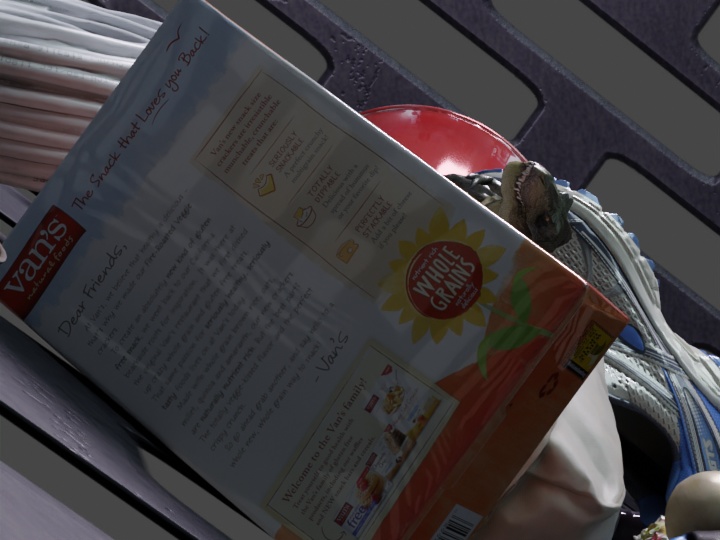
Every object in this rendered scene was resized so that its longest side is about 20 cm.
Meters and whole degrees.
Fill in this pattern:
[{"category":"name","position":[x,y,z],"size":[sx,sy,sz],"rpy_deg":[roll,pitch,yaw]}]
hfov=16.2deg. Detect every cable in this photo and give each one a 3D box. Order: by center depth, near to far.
[{"category":"cable","position":[-0.146,-0.080,1.069],"size":[0.199,0.070,0.200],"rpy_deg":[19,10,26]}]

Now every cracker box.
[{"category":"cracker box","position":[-0.023,0.010,0.901],"size":[0.200,0.134,0.058],"rpy_deg":[38,2,26]}]

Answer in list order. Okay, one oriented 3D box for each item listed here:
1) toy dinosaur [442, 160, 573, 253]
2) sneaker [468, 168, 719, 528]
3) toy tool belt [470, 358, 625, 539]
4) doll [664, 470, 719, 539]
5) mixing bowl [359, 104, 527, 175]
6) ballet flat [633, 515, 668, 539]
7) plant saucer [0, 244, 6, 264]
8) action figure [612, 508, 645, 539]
[{"category":"toy dinosaur","position":[0.041,-0.021,1.049],"size":[0.087,0.048,0.200],"rpy_deg":[12,-1,1]},{"category":"sneaker","position":[0.103,0.038,1.163],"size":[0.200,0.085,0.077],"rpy_deg":[46,-41,9]},{"category":"toy tool belt","position":[0.032,0.052,1.000],"size":[0.122,0.126,0.200],"rpy_deg":[13,29,-9]},{"category":"doll","position":[0.144,0.139,0.926],"size":[0.135,0.049,0.201],"rpy_deg":[12,32,-11]},{"category":"mixing bowl","position":[0.025,0.007,1.562],"size":[0.200,0.201,0.108],"rpy_deg":[37,17,-2]},{"category":"ballet flat","position":[0.118,0.145,1.060],"size":[0.200,0.063,0.076],"rpy_deg":[-10,88,-79]},{"category":"plant saucer","position":[-0.197,-0.052,0.770],"size":[0.200,0.032,0.200],"rpy_deg":[37,2,-2]},{"category":"action figure","position":[0.050,0.104,1.147],"size":[0.199,0.070,0.130],"rpy_deg":[33,10,-15]}]
